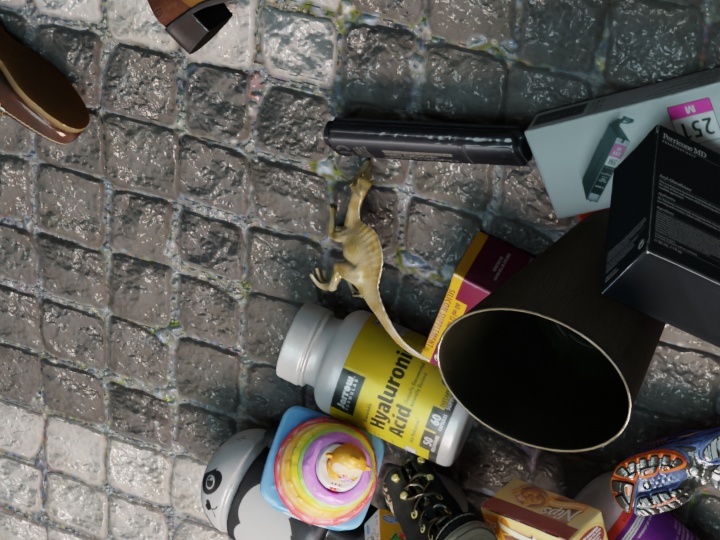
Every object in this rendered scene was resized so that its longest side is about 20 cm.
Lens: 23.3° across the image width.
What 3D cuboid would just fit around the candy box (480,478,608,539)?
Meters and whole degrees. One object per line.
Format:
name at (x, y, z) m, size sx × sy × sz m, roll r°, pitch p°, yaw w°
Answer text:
candy box at (0.193, 0.308, 1.678) m, size 0.115 × 0.055 × 0.202 m, roll 15°, pitch 129°, yaw 47°

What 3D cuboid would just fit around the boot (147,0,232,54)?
boot at (-0.167, -0.328, 1.599) m, size 0.200 × 0.068 × 0.188 m, roll 50°, pitch 135°, yaw -1°

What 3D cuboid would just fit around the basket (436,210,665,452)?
basket at (0.189, 0.043, 1.514) m, size 0.179 × 0.200 × 0.137 m, roll 10°, pitch 124°, yaw 29°

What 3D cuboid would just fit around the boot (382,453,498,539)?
boot at (0.072, 0.243, 1.692) m, size 0.154 × 0.073 × 0.204 m, roll 58°, pitch 171°, yaw 28°

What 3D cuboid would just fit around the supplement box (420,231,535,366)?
supplement box at (0.172, 0.065, 1.660) m, size 0.198 × 0.086 × 0.111 m, roll 26°, pitch 127°, yaw 7°

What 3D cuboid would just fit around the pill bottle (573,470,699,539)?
pill bottle at (0.291, 0.301, 1.736) m, size 0.200 × 0.113 × 0.112 m, roll 41°, pitch 128°, yaw -4°

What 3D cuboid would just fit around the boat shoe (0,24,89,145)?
boat shoe at (-0.359, -0.193, 1.751) m, size 0.200 × 0.070 × 0.070 m, roll 43°, pitch 121°, yaw 5°

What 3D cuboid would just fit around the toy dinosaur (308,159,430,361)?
toy dinosaur at (0.000, 0.000, 1.681) m, size 0.101 × 0.058 × 0.202 m, roll -19°, pitch 85°, yaw 59°

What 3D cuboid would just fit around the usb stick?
usb stick at (0.063, -0.120, 1.619) m, size 0.198 × 0.055 × 0.033 m, roll 4°, pitch 78°, yaw 22°

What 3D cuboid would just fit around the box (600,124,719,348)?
box at (0.310, -0.014, 1.474) m, size 0.198 × 0.142 × 0.079 m, roll 24°, pitch 143°, yaw -14°

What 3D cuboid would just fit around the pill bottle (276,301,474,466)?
pill bottle at (0.021, 0.107, 1.739) m, size 0.198 × 0.111 × 0.112 m, roll 23°, pitch 127°, yaw 10°

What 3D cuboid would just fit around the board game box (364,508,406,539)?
board game box at (0.099, 0.333, 1.783) m, size 0.198 × 0.135 × 0.034 m, roll 19°, pitch 134°, yaw -22°

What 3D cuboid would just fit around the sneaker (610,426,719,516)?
sneaker at (0.336, 0.176, 1.667) m, size 0.198 × 0.078 × 0.076 m, roll -10°, pitch 104°, yaw 11°

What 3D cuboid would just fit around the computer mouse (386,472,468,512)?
computer mouse at (0.062, 0.273, 1.870) m, size 0.109 × 0.044 × 0.200 m, roll 40°, pitch 133°, yaw 2°

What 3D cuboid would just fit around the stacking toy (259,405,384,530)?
stacking toy at (-0.024, 0.191, 1.694) m, size 0.115 × 0.111 × 0.200 m, roll 20°, pitch 168°, yaw -7°

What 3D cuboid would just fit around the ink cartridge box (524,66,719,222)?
ink cartridge box at (0.267, -0.078, 1.555) m, size 0.198 × 0.044 × 0.175 m, roll -12°, pitch 113°, yaw 30°

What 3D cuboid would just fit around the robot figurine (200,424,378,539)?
robot figurine at (-0.076, 0.252, 1.855) m, size 0.199 × 0.125 × 0.151 m, roll 27°, pitch 86°, yaw 19°
